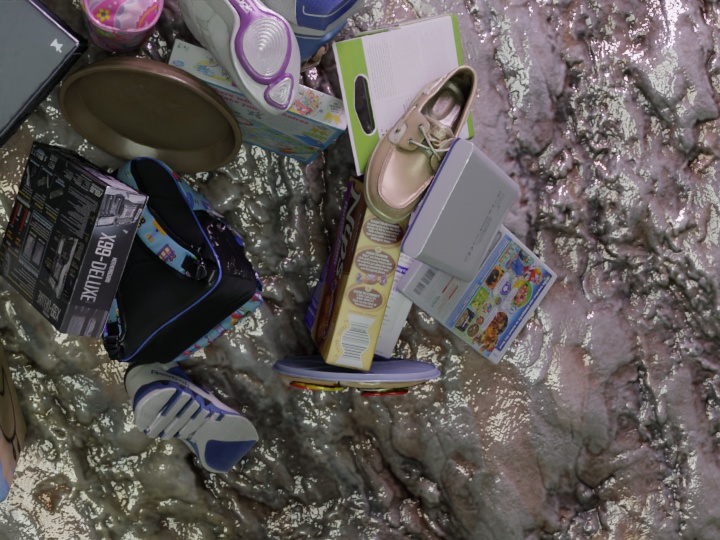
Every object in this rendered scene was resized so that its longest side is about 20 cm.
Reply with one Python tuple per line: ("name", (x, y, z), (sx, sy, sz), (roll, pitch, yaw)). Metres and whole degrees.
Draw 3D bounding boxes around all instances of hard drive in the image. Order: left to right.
("hard drive", (0.115, -0.061, 1.112), (0.025, 0.200, 0.132), (28, 94, 24))

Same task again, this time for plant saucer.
("plant saucer", (-0.224, -0.168, 1.081), (0.200, 0.200, 0.030), (18, 65, -16))

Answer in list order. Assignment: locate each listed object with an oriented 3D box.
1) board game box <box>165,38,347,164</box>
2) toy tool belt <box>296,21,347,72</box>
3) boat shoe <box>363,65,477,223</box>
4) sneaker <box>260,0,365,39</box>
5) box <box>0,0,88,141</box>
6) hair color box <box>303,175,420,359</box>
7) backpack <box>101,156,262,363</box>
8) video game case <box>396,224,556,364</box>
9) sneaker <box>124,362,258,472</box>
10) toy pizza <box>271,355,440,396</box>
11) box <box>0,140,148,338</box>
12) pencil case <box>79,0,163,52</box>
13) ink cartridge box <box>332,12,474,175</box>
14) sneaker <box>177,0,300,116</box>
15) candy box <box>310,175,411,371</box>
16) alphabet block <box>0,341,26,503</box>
("board game box", (-0.126, -0.183, 1.113), (0.200, 0.134, 0.034), (18, 74, -17))
("toy tool belt", (-0.071, -0.285, 1.110), (0.200, 0.123, 0.125), (-30, 107, -6))
("boat shoe", (0.067, -0.138, 1.054), (0.072, 0.065, 0.200), (37, 62, -10))
("sneaker", (-0.092, -0.323, 0.999), (0.081, 0.115, 0.199), (-43, 64, -16))
("box", (-0.389, -0.197, 1.015), (0.123, 0.198, 0.200), (41, 90, -18))
("hair color box", (0.018, -0.006, 1.226), (0.109, 0.065, 0.200), (20, 99, -16))
("backpack", (-0.226, -0.016, 1.120), (0.182, 0.134, 0.200), (-39, 67, 18))
("video game case", (0.149, 0.015, 1.248), (0.200, 0.018, 0.143), (37, 86, -36))
("sneaker", (-0.211, 0.157, 1.194), (0.081, 0.115, 0.199), (-44, 138, 2))
("toy pizza", (-0.005, 0.125, 1.177), (0.200, 0.200, 0.032), (1, 91, -14))
("box", (-0.315, -0.038, 1.068), (0.050, 0.200, 0.158), (13, 100, -43))
("pencil case", (-0.248, -0.275, 1.029), (0.087, 0.200, 0.088), (-2, 98, -13))
("ink cartridge box", (0.031, -0.200, 1.129), (0.200, 0.076, 0.148), (-23, 109, -40))
("sneaker", (-0.127, -0.245, 1.014), (0.075, 0.100, 0.200), (-30, 91, -23))
("candy box", (0.000, 0.000, 1.130), (0.056, 0.117, 0.201), (11, 100, -13))
("alphabet block", (-0.487, 0.151, 1.070), (0.196, 0.200, 0.196), (-12, 106, -10))
